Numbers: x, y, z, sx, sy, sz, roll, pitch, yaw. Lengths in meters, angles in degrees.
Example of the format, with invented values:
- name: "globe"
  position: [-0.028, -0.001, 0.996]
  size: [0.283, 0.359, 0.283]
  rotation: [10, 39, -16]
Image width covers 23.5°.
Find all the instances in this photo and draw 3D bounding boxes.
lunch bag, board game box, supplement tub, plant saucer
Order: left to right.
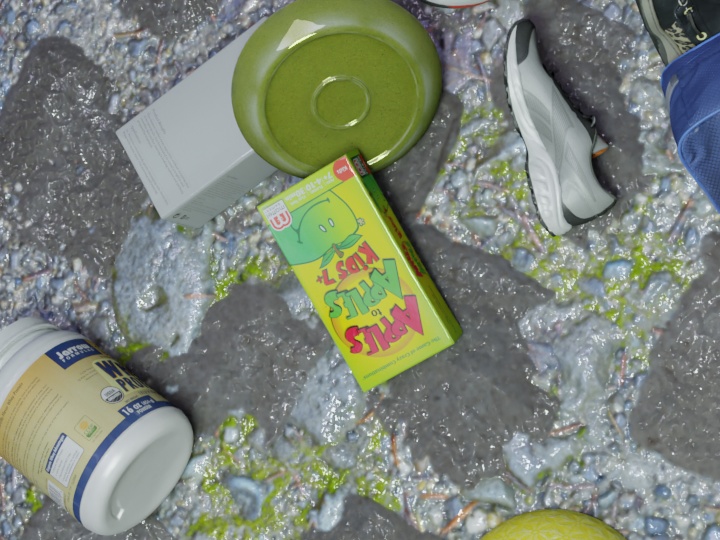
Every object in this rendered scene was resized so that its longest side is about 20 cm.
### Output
- name: "supplement tub"
  position: [-0.278, 0.148, 1.692]
  size: [0.200, 0.144, 0.145]
  rotation: [35, 97, 22]
- name: "plant saucer"
  position: [-0.019, -0.161, 1.604]
  size: [0.200, 0.200, 0.031]
  rotation: [-37, 32, 14]
- name: "board game box"
  position: [0.000, 0.000, 1.612]
  size: [0.101, 0.048, 0.200]
  rotation: [-29, 92, 17]
- name: "lunch bag"
  position: [0.358, -0.147, 1.451]
  size: [0.200, 0.136, 0.133]
  rotation: [-28, 33, 18]

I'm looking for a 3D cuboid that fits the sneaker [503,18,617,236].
- name: "sneaker"
  position: [0.179, -0.135, 1.580]
  size: [0.079, 0.074, 0.201]
  rotation: [-17, 84, 11]

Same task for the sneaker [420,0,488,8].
- name: "sneaker"
  position: [0.127, -0.289, 1.593]
  size: [0.201, 0.108, 0.068]
  rotation: [0, 84, 23]

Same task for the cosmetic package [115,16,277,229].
- name: "cosmetic package"
  position: [-0.127, -0.143, 1.699]
  size: [0.200, 0.081, 0.113]
  rotation: [-33, 73, 15]

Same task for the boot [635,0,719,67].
- name: "boot"
  position: [0.311, -0.247, 1.469]
  size: [0.153, 0.204, 0.074]
  rotation: [-20, 56, 15]

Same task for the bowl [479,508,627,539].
- name: "bowl"
  position: [0.156, 0.310, 1.511]
  size: [0.199, 0.108, 0.201]
  rotation: [-3, 83, 23]
